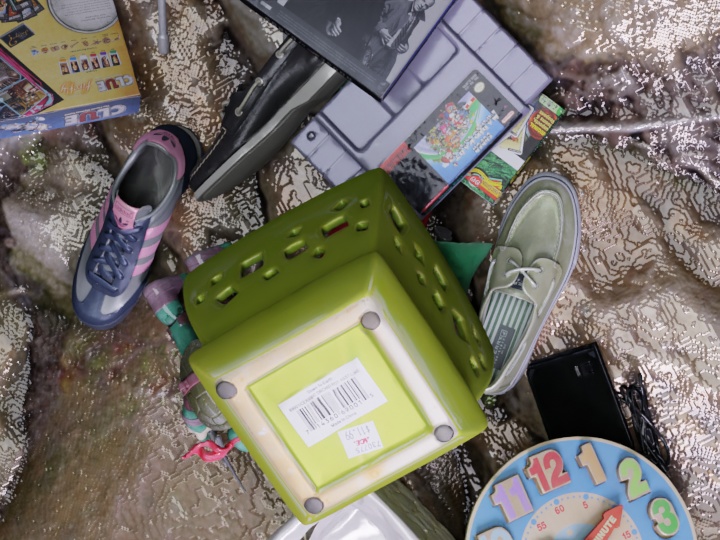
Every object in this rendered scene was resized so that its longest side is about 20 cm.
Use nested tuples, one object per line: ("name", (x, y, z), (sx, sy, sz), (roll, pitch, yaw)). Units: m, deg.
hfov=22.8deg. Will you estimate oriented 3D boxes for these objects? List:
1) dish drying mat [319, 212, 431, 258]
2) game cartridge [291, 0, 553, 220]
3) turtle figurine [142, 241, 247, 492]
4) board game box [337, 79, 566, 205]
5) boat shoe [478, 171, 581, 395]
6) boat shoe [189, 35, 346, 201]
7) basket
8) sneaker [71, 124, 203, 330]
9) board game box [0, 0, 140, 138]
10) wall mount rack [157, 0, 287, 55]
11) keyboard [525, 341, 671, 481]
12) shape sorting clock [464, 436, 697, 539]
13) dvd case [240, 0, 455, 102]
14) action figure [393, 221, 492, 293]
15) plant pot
("dish drying mat", (0.000, 0.000, 1.566), (0.077, 0.018, 0.201), (24, 98, 10))
("game cartridge", (0.053, -0.135, 1.520), (0.200, 0.038, 0.130), (-46, 81, 11))
("turtle figurine", (-0.114, 0.086, 1.549), (0.149, 0.101, 0.201), (-27, 81, 19))
("board game box", (0.067, -0.157, 1.543), (0.200, 0.023, 0.105), (37, 101, 6))
("boat shoe", (0.140, 0.014, 1.519), (0.072, 0.062, 0.201), (16, 97, 9))
("boat shoe", (-0.084, -0.140, 1.539), (0.200, 0.074, 0.060), (-44, 81, 23))
("basket", (0.021, 0.274, 1.528), (0.136, 0.123, 0.200), (-43, 85, 10))
("sneaker", (-0.209, -0.038, 1.569), (0.070, 0.082, 0.201), (25, 98, 7))
("board game box", (-0.303, -0.183, 1.537), (0.199, 0.035, 0.136), (-12, 71, -16))
("wall mount rack", (-0.111, -0.268, 1.545), (0.199, 0.075, 0.175), (10, 92, 10))
("keyboard", (0.222, 0.159, 1.536), (0.104, 0.040, 0.201), (-19, 93, 34))
("shape sorting clock", (0.183, 0.236, 1.467), (0.199, 0.039, 0.201), (2, 75, -6))
("dvd case", (0.016, -0.264, 1.483), (0.150, 0.025, 0.200), (36, 85, 2))
("action figure", (0.031, 0.058, 1.537), (0.118, 0.055, 0.201), (7, 112, -25))
("plant pot", (-0.017, 0.068, 1.404), (0.200, 0.182, 0.199), (-29, 109, 11))
